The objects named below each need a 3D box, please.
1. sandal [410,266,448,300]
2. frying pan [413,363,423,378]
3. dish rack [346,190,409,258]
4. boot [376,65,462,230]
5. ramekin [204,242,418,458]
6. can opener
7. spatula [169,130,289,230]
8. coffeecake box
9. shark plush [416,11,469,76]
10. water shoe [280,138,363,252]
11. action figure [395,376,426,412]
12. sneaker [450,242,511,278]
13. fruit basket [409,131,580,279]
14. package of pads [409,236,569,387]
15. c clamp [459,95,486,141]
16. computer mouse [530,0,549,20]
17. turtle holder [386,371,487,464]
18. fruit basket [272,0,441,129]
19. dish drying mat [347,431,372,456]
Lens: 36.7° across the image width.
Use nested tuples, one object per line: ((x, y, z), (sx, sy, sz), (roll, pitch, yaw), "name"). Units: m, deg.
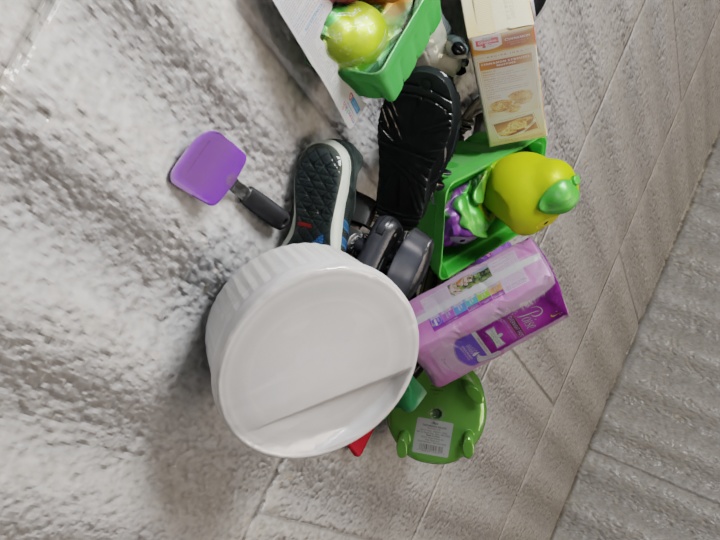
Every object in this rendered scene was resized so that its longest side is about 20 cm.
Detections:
((0.057, 0.063, 1.397), (0.080, 0.057, 0.201), (-41, 159, -57), "sandal")
((0.117, 0.089, 1.418), (0.115, 0.031, 0.190), (12, 118, -48), "frying pan")
((0.000, 0.000, 1.216), (0.154, 0.054, 0.200), (-66, 158, -2), "dish rack")
((0.071, -0.154, 1.137), (0.163, 0.073, 0.199), (-62, 165, -49), "boot")
((-0.053, 0.067, 1.010), (0.201, 0.094, 0.203), (-12, 121, -20), "ramekin")
((-0.004, 0.036, 1.106), (0.200, 0.079, 0.063), (-59, 148, 4), "can opener")
((-0.104, -0.070, 0.964), (0.057, 0.021, 0.200), (-55, 158, -1), "spatula")
((0.158, -0.263, 1.229), (0.200, 0.073, 0.154), (65, 17, -59), "coffeecake box")
((0.094, -0.257, 1.194), (0.200, 0.091, 0.084), (-1, 80, -60), "shark plush")
((-0.035, -0.032, 1.088), (0.079, 0.071, 0.201), (-19, 127, -63), "water shoe")
((0.017, 0.122, 1.273), (0.118, 0.055, 0.200), (-28, 153, -10), "action figure")
((0.183, -0.013, 1.581), (0.200, 0.080, 0.089), (2, 101, -71), "sneaker")
((0.170, -0.081, 1.298), (0.216, 0.215, 0.156), (-41, 143, -47), "fruit basket")
((0.145, 0.054, 1.301), (0.199, 0.076, 0.121), (-29, 146, 8), "package of pads")
((0.130, -0.133, 1.419), (0.171, 0.027, 0.201), (-19, 127, -60), "c clamp")
((0.195, -0.381, 1.241), (0.110, 0.044, 0.200), (-99, 172, -46), "computer mouse")
((0.100, 0.167, 1.500), (0.132, 0.140, 0.186), (-54, 123, -78), "turtle holder")
((-0.008, -0.257, 0.972), (0.186, 0.093, 0.200), (-61, 140, -18), "fruit basket")
((-0.013, 0.166, 1.367), (0.077, 0.018, 0.200), (-60, 154, -22), "dish drying mat")
